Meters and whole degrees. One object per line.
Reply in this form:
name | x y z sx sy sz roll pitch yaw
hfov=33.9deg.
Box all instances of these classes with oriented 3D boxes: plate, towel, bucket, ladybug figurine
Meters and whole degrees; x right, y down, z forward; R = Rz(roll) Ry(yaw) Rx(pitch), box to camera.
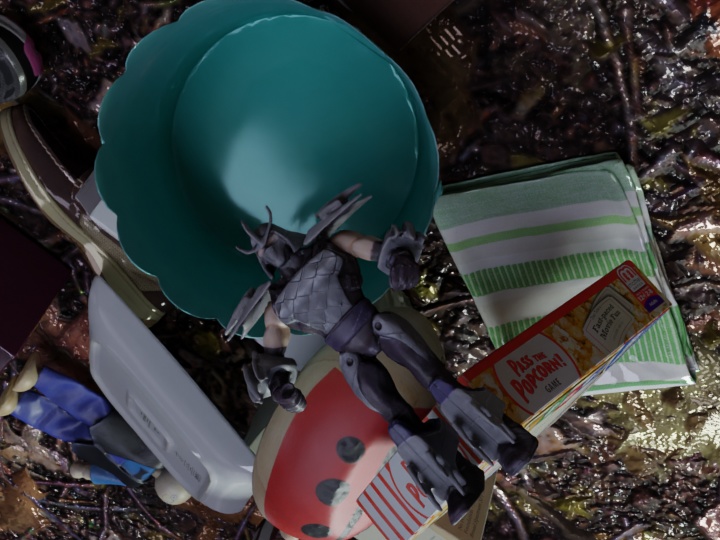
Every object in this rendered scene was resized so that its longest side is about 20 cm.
plate | -0.160 0.115 0.953 0.200 0.032 0.200 48 157 6
towel | 0.148 0.013 0.848 0.151 0.024 0.201 -10 125 28
bucket | -0.050 -0.069 0.732 0.204 0.135 0.210 1 102 5
ladybug figurine | -0.002 0.121 0.837 0.135 0.072 0.201 6 120 -42

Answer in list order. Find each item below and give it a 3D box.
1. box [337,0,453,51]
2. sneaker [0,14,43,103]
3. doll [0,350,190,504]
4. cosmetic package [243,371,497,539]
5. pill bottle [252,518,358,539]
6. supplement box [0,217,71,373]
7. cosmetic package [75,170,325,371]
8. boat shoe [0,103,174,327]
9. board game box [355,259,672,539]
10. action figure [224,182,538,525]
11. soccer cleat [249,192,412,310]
box | 0.056 -0.225 0.648 0.100 0.075 0.199 41 129 -16
sneaker | -0.326 -0.141 0.856 0.197 0.088 0.074 5 130 17
doll | -0.239 0.157 1.102 0.199 0.049 0.136 34 123 -18
cosmetic package | 0.008 0.156 0.969 0.199 0.104 0.073 33 132 -10
pill bottle | -0.052 0.281 1.031 0.113 0.201 0.115 11 133 12
supplement box | -0.345 0.059 1.018 0.085 0.111 0.200 37 132 -13
cosmetic package | -0.112 -0.006 0.866 0.199 0.051 0.082 39 176 -24
boat shoe | -0.195 -0.052 0.907 0.072 0.072 0.201 -32 107 5
board game box | 0.103 0.087 0.778 0.046 0.199 0.152 47 134 14
action figure | 0.006 0.041 0.643 0.200 0.069 0.130 45 112 4
soccer cleat | 0.000 0.000 0.867 0.078 0.069 0.200 -49 119 0
